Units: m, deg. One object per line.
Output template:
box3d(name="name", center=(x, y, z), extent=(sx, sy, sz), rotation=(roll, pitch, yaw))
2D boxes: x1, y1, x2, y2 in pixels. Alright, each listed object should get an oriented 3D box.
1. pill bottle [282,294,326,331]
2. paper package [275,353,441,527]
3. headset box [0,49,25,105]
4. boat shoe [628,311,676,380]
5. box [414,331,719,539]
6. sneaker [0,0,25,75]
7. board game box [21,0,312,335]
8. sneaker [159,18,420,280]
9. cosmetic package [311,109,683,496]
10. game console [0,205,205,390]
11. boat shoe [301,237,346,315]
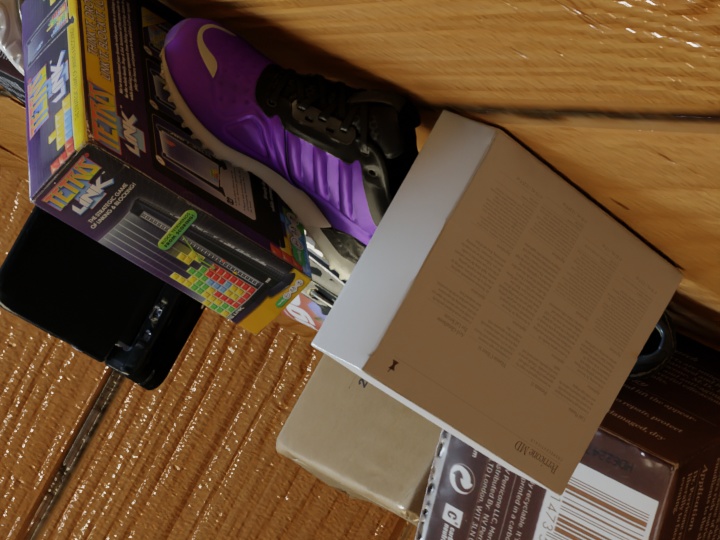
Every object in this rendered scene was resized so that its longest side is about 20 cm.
box3d(name="pill bottle", center=(-0.025, -0.017, 1.873), extent=(0.200, 0.112, 0.112), rotation=(24, 173, 41))
box3d(name="paper package", center=(0.063, 0.086, 1.909), extent=(0.103, 0.200, 0.190), rotation=(33, 174, -35))
box3d(name="headset box", center=(-0.142, -0.113, 1.759), extent=(0.200, 0.075, 0.149), rotation=(27, 174, 19))
box3d(name="boat shoe", center=(0.104, 0.011, 1.674), extent=(0.200, 0.075, 0.062), rotation=(30, 175, 8))
box3d(name="box", center=(0.163, 0.141, 1.737), extent=(0.164, 0.166, 0.200), rotation=(25, -157, 28))
box3d(name="sneaker", center=(-0.219, -0.177, 1.653), extent=(0.200, 0.078, 0.099), rotation=(39, 179, -10))
box3d(name="board game box", center=(-0.115, -0.076, 1.548), extent=(0.165, 0.057, 0.200), rotation=(31, -152, -28))
box3d(name="sneaker", center=(-0.018, -0.082, 1.503), extent=(0.200, 0.070, 0.099), rotation=(44, 132, -12))
box3d(name="cosmetic package", center=(0.081, 0.022, 1.503), extent=(0.052, 0.151, 0.200), rotation=(22, 171, 45))
box3d(name="game console", center=(-0.166, -0.029, 2.007), extent=(0.116, 0.200, 0.176), rotation=(28, 175, 9))
box3d(name="boat shoe", center=(0.000, 0.000, 1.739), extent=(0.200, 0.072, 0.071), rotation=(37, 136, -5))
